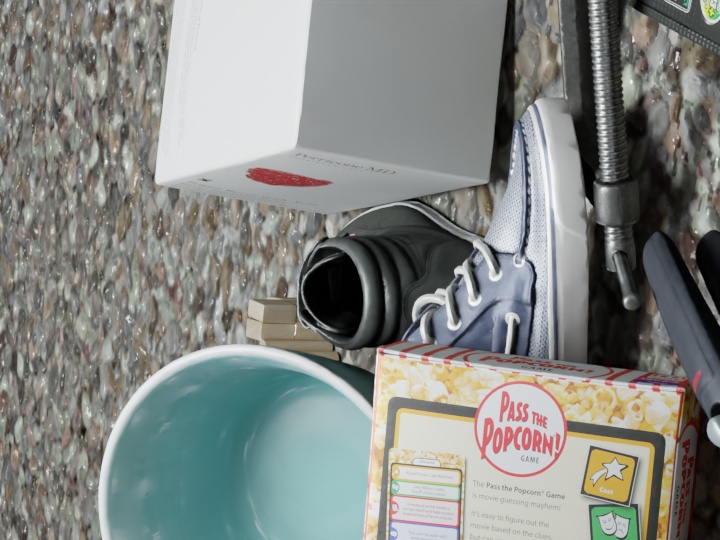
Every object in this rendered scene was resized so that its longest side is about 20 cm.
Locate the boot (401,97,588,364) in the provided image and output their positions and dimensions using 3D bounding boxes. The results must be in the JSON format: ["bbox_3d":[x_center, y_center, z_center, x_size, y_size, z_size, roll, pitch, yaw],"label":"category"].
[{"bbox_3d":[0.064,0.016,1.214,0.073,0.090,0.200,-103,11,-82],"label":"boot"}]

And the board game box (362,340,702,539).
[{"bbox_3d":[0.076,0.141,1.167,0.151,0.046,0.200,8,97,20],"label":"board game box"}]

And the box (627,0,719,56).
[{"bbox_3d":[0.194,-0.181,1.050,0.193,0.047,0.200,-133,50,-59],"label":"box"}]

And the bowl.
[{"bbox_3d":[-0.032,0.128,1.353,0.201,0.105,0.201,6,104,25],"label":"bowl"}]

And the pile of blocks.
[{"bbox_3d":[-0.039,0.094,1.488,0.082,0.062,0.200,-66,33,37],"label":"pile of blocks"}]

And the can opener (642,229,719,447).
[{"bbox_3d":[0.167,0.051,1.069,0.079,0.063,0.200,-67,34,37],"label":"can opener"}]

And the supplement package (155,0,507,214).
[{"bbox_3d":[-0.020,-0.105,1.385,0.200,0.121,0.120,-9,73,64],"label":"supplement package"}]

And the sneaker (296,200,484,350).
[{"bbox_3d":[0.000,0.000,1.373,0.200,0.099,0.071,-161,73,-64],"label":"sneaker"}]

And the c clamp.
[{"bbox_3d":[0.115,-0.097,1.170,0.171,0.027,0.200,-105,8,-78],"label":"c clamp"}]
